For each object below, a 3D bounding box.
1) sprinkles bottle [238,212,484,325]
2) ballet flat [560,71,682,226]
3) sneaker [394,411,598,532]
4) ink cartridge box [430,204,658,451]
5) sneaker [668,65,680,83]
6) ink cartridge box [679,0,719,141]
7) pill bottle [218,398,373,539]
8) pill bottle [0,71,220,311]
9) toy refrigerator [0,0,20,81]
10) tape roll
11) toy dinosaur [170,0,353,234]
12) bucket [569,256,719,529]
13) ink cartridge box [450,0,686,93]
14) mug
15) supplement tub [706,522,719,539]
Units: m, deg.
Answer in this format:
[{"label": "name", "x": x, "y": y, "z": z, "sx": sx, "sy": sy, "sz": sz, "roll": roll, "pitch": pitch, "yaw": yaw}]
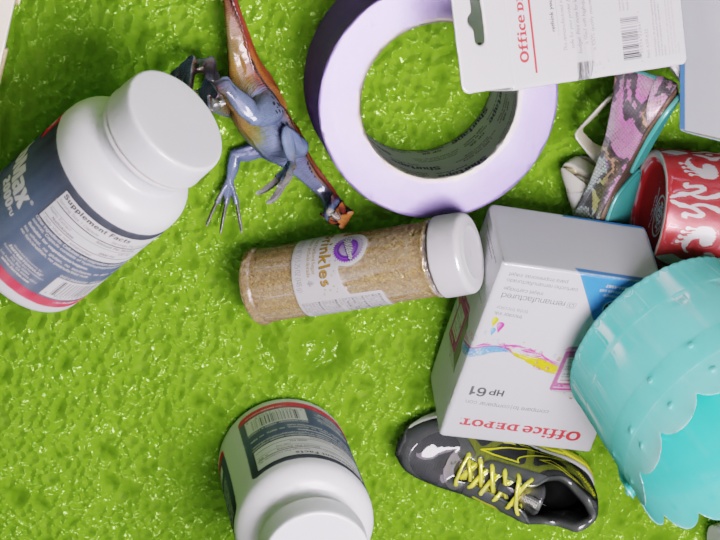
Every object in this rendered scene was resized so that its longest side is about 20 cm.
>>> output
[{"label": "sprinkles bottle", "x": 0.000, "y": 0.000, "z": 1.533, "sx": 0.200, "sy": 0.068, "sz": 0.068, "roll": -9, "pitch": 114, "yaw": 22}, {"label": "ballet flat", "x": 0.212, "y": -0.093, "z": 1.574, "sx": 0.071, "sy": 0.069, "sz": 0.200, "roll": 31, "pitch": 134, "yaw": 16}, {"label": "sneaker", "x": 0.130, "y": 0.181, "z": 1.658, "sx": 0.200, "sy": 0.085, "sz": 0.075, "roll": 14, "pitch": 106, "yaw": -15}, {"label": "ink cartridge box", "x": 0.156, "y": 0.054, "z": 1.586, "sx": 0.144, "sy": 0.085, "sz": 0.200, "roll": 8, "pitch": 128, "yaw": -12}, {"label": "sneaker", "x": 0.295, "y": -0.223, "z": 1.545, "sx": 0.118, "sy": 0.074, "sz": 0.200, "roll": -32, "pitch": 110, "yaw": 9}, {"label": "ink cartridge box", "x": 0.356, "y": -0.199, "z": 1.518, "sx": 0.200, "sy": 0.084, "sz": 0.145, "roll": -21, "pitch": 116, "yaw": -37}, {"label": "pill bottle", "x": -0.053, "y": 0.201, "z": 1.567, "sx": 0.119, "sy": 0.200, "sz": 0.120, "roll": -3, "pitch": 111, "yaw": -9}, {"label": "pill bottle", "x": -0.206, "y": -0.065, "z": 1.438, "sx": 0.120, "sy": 0.120, "sz": 0.200, "roll": 40, "pitch": 125, "yaw": -21}, {"label": "toy refrigerator", "x": -0.311, "y": -0.174, "z": 1.449, "sx": 0.070, "sy": 0.076, "sz": 0.200, "roll": 11, "pitch": 107, "yaw": -14}, {"label": "tape roll", "x": 0.057, "y": -0.150, "z": 1.524, "sx": 0.200, "sy": 0.085, "sz": 0.200, "roll": -4, "pitch": 110, "yaw": -10}, {"label": "toy dinosaur", "x": -0.065, "y": -0.115, "z": 1.516, "sx": 0.181, "sy": 0.105, "sz": 0.200, "roll": 23, "pitch": 92, "yaw": -38}, {"label": "bucket", "x": 0.282, "y": 0.098, "z": 1.514, "sx": 0.207, "sy": 0.135, "sz": 0.207, "roll": -20, "pitch": 139, "yaw": -19}, {"label": "ink cartridge box", "x": 0.149, "y": -0.205, "z": 1.443, "sx": 0.200, "sy": 0.067, "sz": 0.116, "roll": -10, "pitch": 98, "yaw": -21}, {"label": "mug", "x": 0.342, "y": -0.020, "z": 1.595, "sx": 0.200, "sy": 0.133, "sz": 0.178, "roll": 7, "pitch": 85, "yaw": -9}, {"label": "supplement tub", "x": 0.439, "y": 0.268, "z": 1.716, "sx": 0.200, "sy": 0.145, "sz": 0.145, "roll": -16, "pitch": 112, "yaw": -5}]
